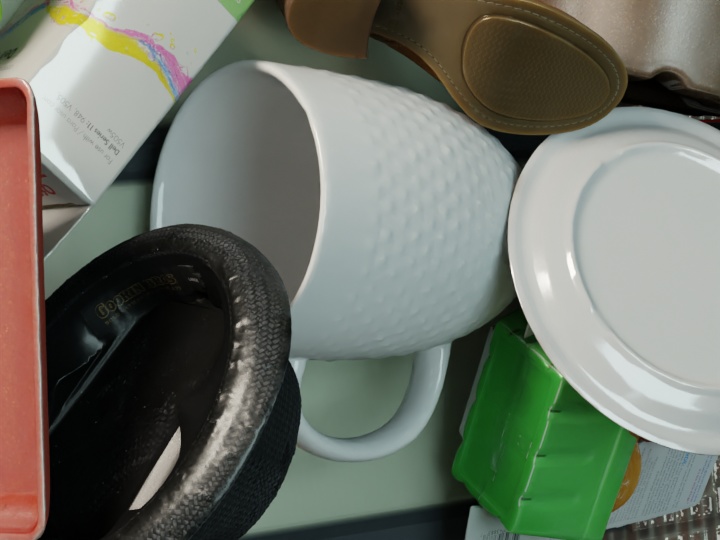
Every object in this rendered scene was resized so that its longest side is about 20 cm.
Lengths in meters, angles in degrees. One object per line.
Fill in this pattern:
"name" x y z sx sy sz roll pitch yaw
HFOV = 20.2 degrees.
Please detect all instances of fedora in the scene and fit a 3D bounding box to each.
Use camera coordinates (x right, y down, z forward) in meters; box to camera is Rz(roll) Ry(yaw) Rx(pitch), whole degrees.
"fedora" -0.094 0.081 0.942 0.092 0.200 0.201 39 70 -43

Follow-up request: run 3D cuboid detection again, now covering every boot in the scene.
"boot" 0.042 -0.155 1.077 0.199 0.155 0.074 19 120 -19

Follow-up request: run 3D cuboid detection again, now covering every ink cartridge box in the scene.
"ink cartridge box" -0.142 -0.093 0.991 0.067 0.117 0.200 44 68 -23

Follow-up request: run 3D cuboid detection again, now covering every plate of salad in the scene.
"plate of salad" 0.164 0.006 1.067 0.199 0.048 0.201 10 61 -19

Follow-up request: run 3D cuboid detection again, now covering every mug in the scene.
"mug" 0.000 0.000 1.059 0.175 0.147 0.201 5 89 -40

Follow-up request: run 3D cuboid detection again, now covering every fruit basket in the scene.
"fruit basket" 0.149 0.074 1.160 0.199 0.094 0.186 -12 128 -41

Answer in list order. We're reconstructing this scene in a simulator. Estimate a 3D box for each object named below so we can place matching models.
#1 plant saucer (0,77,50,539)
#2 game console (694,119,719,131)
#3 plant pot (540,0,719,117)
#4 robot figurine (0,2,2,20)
"plant saucer" -0.219 0.020 0.923 0.037 0.199 0.201 1 87 -64
"game console" 0.209 0.001 1.200 0.199 0.172 0.119 -4 64 -31
"plant pot" 0.172 -0.198 1.148 0.200 0.200 0.199 11 91 -30
"robot figurine" -0.238 -0.193 0.939 0.175 0.116 0.201 -28 102 -16
